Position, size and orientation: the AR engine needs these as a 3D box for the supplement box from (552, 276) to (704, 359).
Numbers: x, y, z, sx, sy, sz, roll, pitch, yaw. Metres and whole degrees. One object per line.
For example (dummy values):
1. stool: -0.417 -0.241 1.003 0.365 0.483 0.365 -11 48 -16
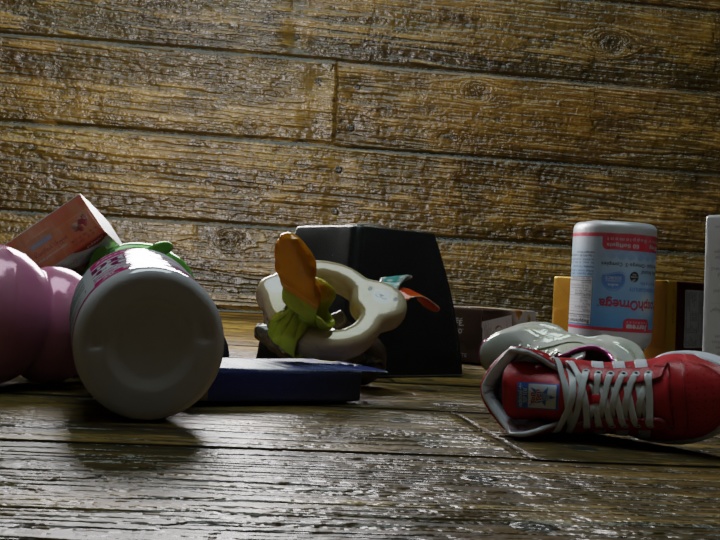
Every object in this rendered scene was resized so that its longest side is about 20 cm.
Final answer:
1. supplement box: 0.408 0.082 1.510 0.198 0.136 0.196 4 -1 -40

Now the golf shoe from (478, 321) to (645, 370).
1. golf shoe: 0.225 0.101 1.225 0.197 0.077 0.091 2 2 25

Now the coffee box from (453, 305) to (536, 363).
1. coffee box: 0.183 0.097 1.651 0.113 0.081 0.199 2 -1 32

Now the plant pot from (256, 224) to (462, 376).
1. plant pot: 0.001 0.036 1.357 0.197 0.181 0.198 4 -2 -38

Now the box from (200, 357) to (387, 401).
1. box: -0.084 0.100 0.988 0.197 0.033 0.120 3 0 -31

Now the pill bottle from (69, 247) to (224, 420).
1. pill bottle: -0.180 0.043 0.866 0.111 0.116 0.200 3 6 -17

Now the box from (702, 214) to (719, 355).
1. box: 0.443 0.045 1.088 0.105 0.204 0.151 2 0 -36

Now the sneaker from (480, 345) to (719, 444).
1. sneaker: 0.181 0.094 0.803 0.111 0.073 0.198 9 -12 -41

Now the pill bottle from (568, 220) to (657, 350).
1. pill bottle: 0.322 0.041 1.366 0.106 0.204 0.109 3 -1 0

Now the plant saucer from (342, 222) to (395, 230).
1. plant saucer: 0.003 0.034 1.490 0.196 0.204 0.030 3 20 -9

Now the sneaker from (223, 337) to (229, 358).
1. sneaker: -0.227 0.073 1.094 0.196 0.073 0.083 7 -9 6

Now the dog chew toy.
1. dog chew toy: -0.297 0.049 0.979 0.198 0.127 0.123 15 -8 -41

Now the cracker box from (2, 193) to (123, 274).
1. cracker box: -0.361 -0.016 1.285 0.133 0.058 0.200 -35 -4 -7

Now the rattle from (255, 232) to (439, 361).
1. rattle: 0.000 0.000 1.058 0.196 0.145 0.130 -8 29 -21

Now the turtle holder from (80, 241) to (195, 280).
1. turtle holder: -0.287 0.053 1.281 0.185 0.142 0.132 -39 -1 -22

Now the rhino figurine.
1. rhino figurine: -0.051 0.086 1.172 0.198 0.061 0.087 2 -29 46
